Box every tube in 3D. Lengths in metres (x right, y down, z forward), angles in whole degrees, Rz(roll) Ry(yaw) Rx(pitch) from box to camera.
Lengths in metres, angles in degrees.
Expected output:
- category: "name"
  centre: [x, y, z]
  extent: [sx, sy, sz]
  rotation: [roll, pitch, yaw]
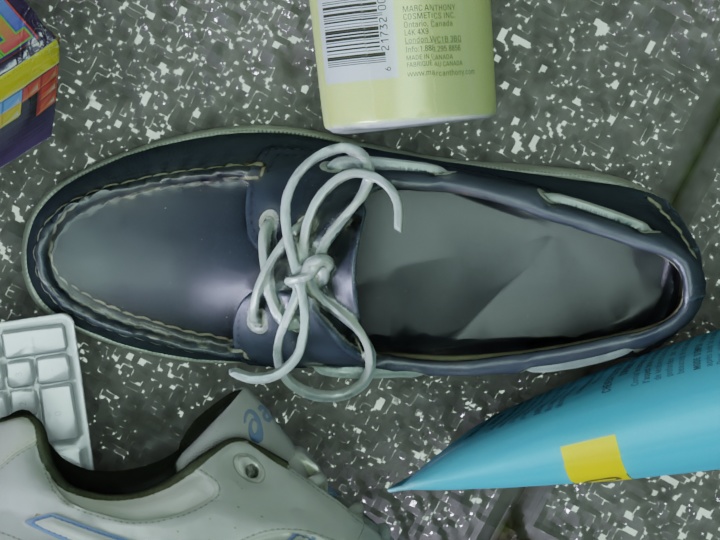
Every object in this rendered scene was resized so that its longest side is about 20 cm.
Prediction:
- category: "tube"
  centre: [0.007, -0.141, 0.744]
  extent: [0.058, 0.052, 0.201]
  rotation: [-8, 95, -33]
- category: "tube"
  centre: [0.110, 0.033, 0.724]
  extent: [0.199, 0.077, 0.051]
  rotation: [-13, 87, 17]

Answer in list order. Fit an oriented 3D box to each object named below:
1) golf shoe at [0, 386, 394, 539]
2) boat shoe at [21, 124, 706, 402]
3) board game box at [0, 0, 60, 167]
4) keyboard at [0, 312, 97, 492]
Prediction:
- category: "golf shoe"
  centre: [-0.016, 0.082, 0.729]
  extent: [0.199, 0.078, 0.098]
  rotation: [3, 87, -11]
- category: "boat shoe"
  centre: [0.000, 0.000, 0.753]
  extent: [0.199, 0.062, 0.075]
  rotation: [7, 97, -2]
- category: "board game box"
  centre: [-0.206, -0.055, 0.678]
  extent: [0.200, 0.057, 0.165]
  rotation: [-35, 75, -24]
- category: "keyboard"
  centre: [-0.098, 0.115, 0.758]
  extent: [0.056, 0.011, 0.201]
  rotation: [-7, 97, -2]
